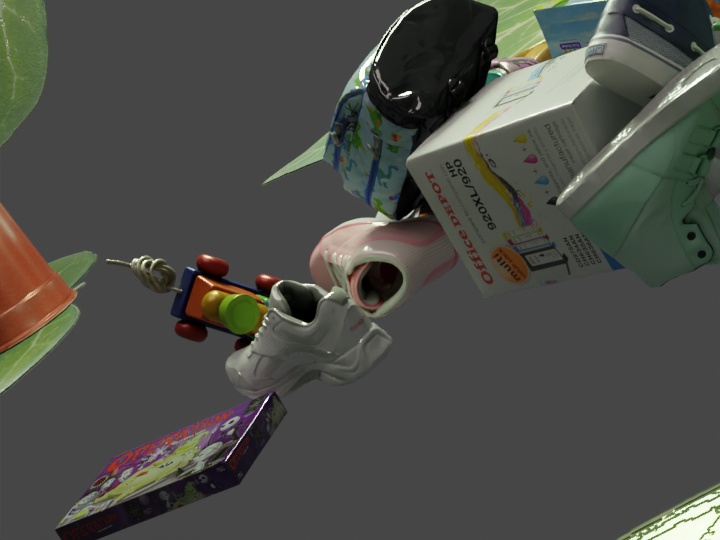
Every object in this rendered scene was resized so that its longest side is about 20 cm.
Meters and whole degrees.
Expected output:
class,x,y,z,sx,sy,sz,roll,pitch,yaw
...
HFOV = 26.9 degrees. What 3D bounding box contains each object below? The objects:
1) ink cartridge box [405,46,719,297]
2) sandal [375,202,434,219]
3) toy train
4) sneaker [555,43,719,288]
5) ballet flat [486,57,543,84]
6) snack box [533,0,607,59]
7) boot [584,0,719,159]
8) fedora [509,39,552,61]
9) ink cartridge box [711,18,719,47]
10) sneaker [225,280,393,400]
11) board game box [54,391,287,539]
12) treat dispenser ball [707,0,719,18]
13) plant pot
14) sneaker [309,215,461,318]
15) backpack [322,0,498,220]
class,x,y,z,sx,sy,sz,roll,pitch,yaw
ink cartridge box,0.171,-0.087,1.256,0.199,0.148,0.145,-14,22,50
sandal,0.038,-0.055,1.608,0.205,0.060,0.079,-14,21,48
toy train,-0.140,0.033,1.456,0.115,0.198,0.086,18,89,59
sneaker,0.249,-0.074,1.084,0.200,0.118,0.074,-45,4,31
ballet flat,0.128,-0.187,1.517,0.070,0.070,0.199,-15,13,-25
snack box,0.304,-0.286,1.531,0.199,0.068,0.168,-34,19,-21
boot,0.266,-0.155,1.154,0.073,0.199,0.091,-7,58,62
fedora,0.216,-0.222,1.749,0.199,0.082,0.201,-30,14,8
ink cartridge box,0.373,-0.189,1.099,0.146,0.084,0.200,4,35,46
sneaker,-0.060,0.055,1.360,0.199,0.100,0.078,-18,19,44
board game box,-0.167,0.176,1.328,0.198,0.033,0.120,-25,12,27
treat dispenser ball,0.380,-0.281,1.363,0.199,0.202,0.201,-29,14,8
plant pot,-0.595,0.010,2.442,0.199,0.197,0.201,-29,14,8
sneaker,0.000,0.000,1.467,0.199,0.076,0.104,-10,19,45
backpack,0.043,-0.142,1.416,0.152,0.201,0.164,21,54,20
